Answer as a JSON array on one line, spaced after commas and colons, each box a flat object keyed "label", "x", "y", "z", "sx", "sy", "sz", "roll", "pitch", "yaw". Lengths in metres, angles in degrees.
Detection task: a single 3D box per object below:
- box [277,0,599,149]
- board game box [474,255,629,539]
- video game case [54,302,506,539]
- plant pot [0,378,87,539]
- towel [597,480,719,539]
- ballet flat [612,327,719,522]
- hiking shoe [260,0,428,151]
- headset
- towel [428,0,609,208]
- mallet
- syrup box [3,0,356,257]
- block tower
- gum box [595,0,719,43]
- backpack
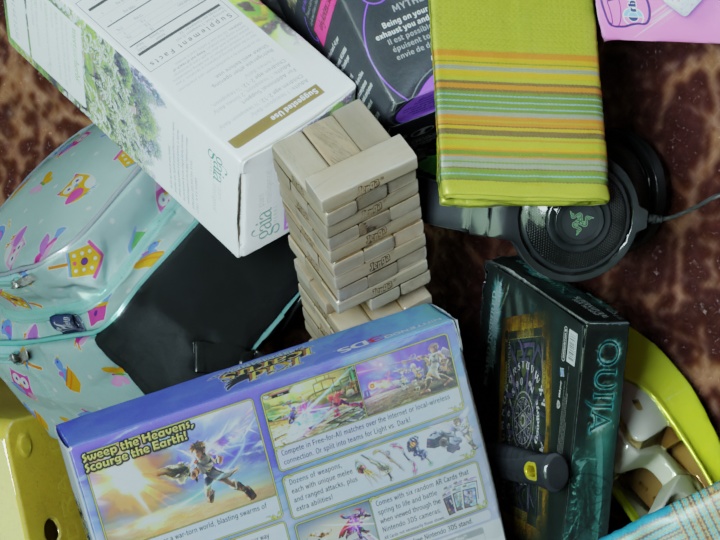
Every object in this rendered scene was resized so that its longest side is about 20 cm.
[{"label": "box", "x": 0.018, "y": -0.173, "z": 1.216, "sx": 0.200, "sy": 0.122, "sz": 0.106, "roll": 65, "pitch": 165, "yaw": 10}, {"label": "board game box", "x": 0.092, "y": 0.104, "z": 1.234, "sx": 0.135, "sy": 0.028, "sz": 0.200, "roll": -140, "pitch": 53, "yaw": -66}, {"label": "video game case", "x": -0.030, "y": 0.132, "z": 1.168, "sx": 0.045, "sy": 0.200, "sz": 0.181, "roll": -142, "pitch": 36, "yaw": -68}, {"label": "plant pot", "x": -0.232, "y": 0.161, "z": 1.425, "sx": 0.176, "sy": 0.200, "sz": 0.200, "roll": -12, "pitch": 90, "yaw": 25}, {"label": "towel", "x": 0.208, "y": 0.167, "z": 1.153, "sx": 0.200, "sy": 0.022, "sz": 0.147, "roll": -27, "pitch": 85, "yaw": 5}, {"label": "ballet flat", "x": 0.155, "y": 0.107, "z": 1.213, "sx": 0.067, "sy": 0.067, "sz": 0.200, "roll": -42, "pitch": 73, "yaw": 30}, {"label": "hiking shoe", "x": -0.044, "y": -0.113, "z": 1.316, "sx": 0.200, "sy": 0.076, "sz": 0.101, "roll": 38, "pitch": 113, "yaw": 24}, {"label": "headset", "x": 0.113, "y": -0.021, "z": 1.196, "sx": 0.200, "sy": 0.123, "sz": 0.094, "roll": 8, "pitch": 103, "yaw": 18}, {"label": "towel", "x": 0.073, "y": -0.126, "z": 1.149, "sx": 0.018, "sy": 0.086, "sz": 0.200, "roll": 135, "pitch": 134, "yaw": -67}, {"label": "mallet", "x": 0.056, "y": 0.106, "z": 1.246, "sx": 0.200, "sy": 0.041, "sz": 0.066, "roll": -159, "pitch": 68, "yaw": -65}, {"label": "syrup box", "x": -0.095, "y": -0.107, "z": 1.222, "sx": 0.200, "sy": 0.081, "sz": 0.079, "roll": 41, "pitch": 152, "yaw": 25}, {"label": "block tower", "x": 0.000, "y": 0.000, "z": 1.197, "sx": 0.058, "sy": 0.054, "sz": 0.200, "roll": 53, "pitch": 162, "yaw": 33}, {"label": "gum box", "x": 0.163, "y": -0.206, "z": 1.103, "sx": 0.113, "sy": 0.066, "sz": 0.200, "roll": 5, "pitch": 127, "yaw": 23}, {"label": "backpack", "x": -0.127, "y": 0.003, "z": 1.314, "sx": 0.153, "sy": 0.176, "sz": 0.200, "roll": 44, "pitch": 149, "yaw": -15}]
